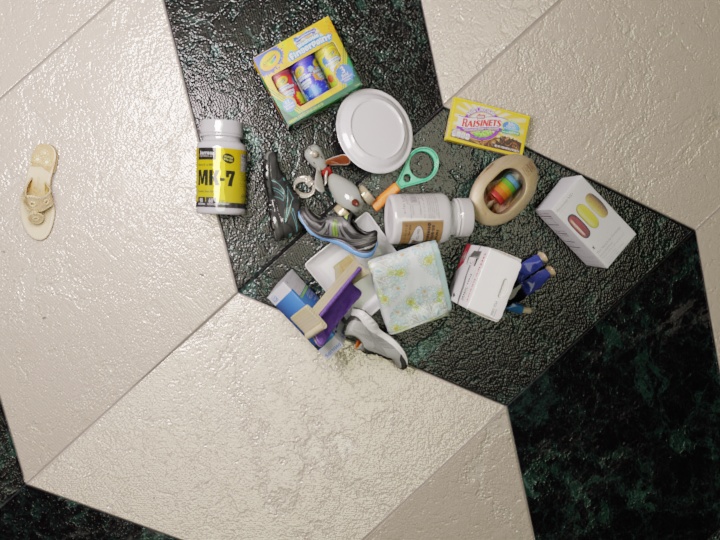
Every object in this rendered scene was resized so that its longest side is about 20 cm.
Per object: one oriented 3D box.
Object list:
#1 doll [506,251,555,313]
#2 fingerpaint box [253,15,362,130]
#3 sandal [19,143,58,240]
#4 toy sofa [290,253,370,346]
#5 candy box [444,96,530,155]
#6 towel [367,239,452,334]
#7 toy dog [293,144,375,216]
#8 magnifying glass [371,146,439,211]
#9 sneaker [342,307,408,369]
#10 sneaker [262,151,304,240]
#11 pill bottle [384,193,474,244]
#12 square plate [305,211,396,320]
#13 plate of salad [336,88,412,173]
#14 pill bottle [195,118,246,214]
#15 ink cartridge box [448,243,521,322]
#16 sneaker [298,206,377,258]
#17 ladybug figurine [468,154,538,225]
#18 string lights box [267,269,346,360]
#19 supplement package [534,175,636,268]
[{"bbox_3d":[0.384,0.044,1.553,0.198,0.048,0.138,-33,97,-4],"label":"doll"},{"bbox_3d":[-0.120,-0.447,1.439,0.197,0.073,0.169,-29,98,-4],"label":"fingerpaint box"},{"bbox_3d":[-0.717,-0.174,1.391,0.076,0.070,0.217,10,94,-7],"label":"sandal"},{"bbox_3d":[-0.056,0.066,1.405,0.098,0.083,0.201,46,51,-8],"label":"toy sofa"},{"bbox_3d":[0.306,-0.344,1.523,0.195,0.026,0.105,11,90,-8],"label":"candy box"},{"bbox_3d":[0.120,0.042,1.482,0.167,0.048,0.204,-18,117,-4],"label":"towel"},{"bbox_3d":[-0.055,-0.199,1.455,0.197,0.096,0.134,28,91,-8],"label":"toy dog"},{"bbox_3d":[0.105,-0.216,1.511,0.199,0.022,0.080,-41,98,0],"label":"magnifying glass"},{"bbox_3d":[0.034,0.174,1.493,0.200,0.074,0.080,43,75,-20],"label":"sneaker"},{"bbox_3d":[-0.181,-0.175,1.461,0.077,0.075,0.205,-11,105,-13],"label":"sneaker"},{"bbox_3d":[0.161,-0.122,1.478,0.195,0.114,0.118,-2,95,-10],"label":"pill bottle"},{"bbox_3d":[0.000,0.000,1.513,0.197,0.028,0.201,-39,98,-2],"label":"square plate"},{"bbox_3d":[0.031,-0.323,1.476,0.195,0.048,0.206,4,79,-23],"label":"plate of salad"},{"bbox_3d":[-0.311,-0.228,1.414,0.111,0.114,0.206,0,94,-7],"label":"pill bottle"},{"bbox_3d":[0.280,0.023,1.462,0.081,0.200,0.150,21,92,-7],"label":"ink cartridge box"},{"bbox_3d":[-0.049,-0.101,1.444,0.196,0.071,0.084,24,112,1],"label":"sneaker"},{"bbox_3d":[0.339,-0.194,1.516,0.199,0.072,0.136,-40,99,-2],"label":"ladybug figurine"},{"bbox_3d":[-0.118,0.100,1.464,0.059,0.103,0.200,-40,98,15],"label":"string lights box"},{"bbox_3d":[0.540,-0.117,1.527,0.199,0.110,0.114,42,89,-8],"label":"supplement package"}]
